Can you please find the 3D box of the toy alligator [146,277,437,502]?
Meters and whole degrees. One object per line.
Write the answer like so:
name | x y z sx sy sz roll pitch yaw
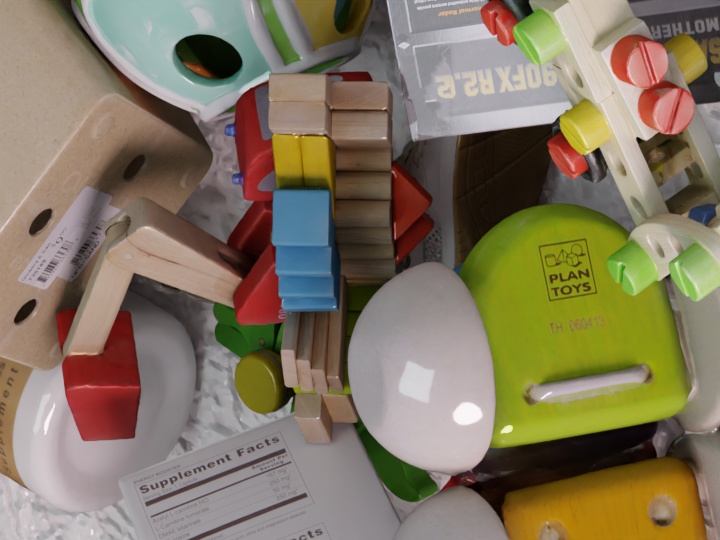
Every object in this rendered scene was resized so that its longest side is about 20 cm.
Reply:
toy alligator | -0.032 0.034 1.252 0.200 0.059 0.054 40 128 26

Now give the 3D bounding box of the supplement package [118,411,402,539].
supplement package | -0.018 0.174 1.138 0.114 0.109 0.200 80 167 -47

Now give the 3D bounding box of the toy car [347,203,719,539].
toy car | 0.077 0.074 1.071 0.150 0.175 0.201 175 86 -70

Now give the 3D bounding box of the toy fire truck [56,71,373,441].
toy fire truck | -0.065 -0.005 1.172 0.200 0.141 0.049 97 166 -48

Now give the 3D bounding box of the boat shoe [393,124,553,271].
boat shoe | 0.039 -0.032 1.155 0.069 0.071 0.201 22 118 38

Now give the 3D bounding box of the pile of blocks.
pile of blocks | 0.000 0.000 1.085 0.062 0.082 0.200 0 137 6

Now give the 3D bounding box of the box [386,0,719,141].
box | 0.104 -0.142 1.023 0.199 0.048 0.159 -7 102 22

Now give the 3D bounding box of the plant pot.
plant pot | -0.191 -0.064 1.231 0.177 0.200 0.200 39 93 20

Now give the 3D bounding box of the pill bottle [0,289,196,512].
pill bottle | -0.192 0.036 1.366 0.200 0.114 0.115 27 122 34

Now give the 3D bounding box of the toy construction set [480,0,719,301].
toy construction set | 0.113 -0.065 0.942 0.131 0.092 0.201 36 143 60

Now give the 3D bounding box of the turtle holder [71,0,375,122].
turtle holder | -0.043 -0.149 1.158 0.185 0.141 0.132 -23 88 8
